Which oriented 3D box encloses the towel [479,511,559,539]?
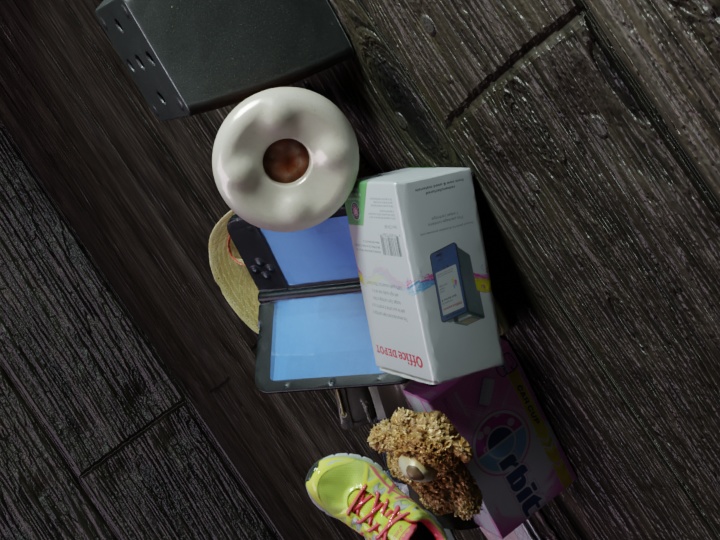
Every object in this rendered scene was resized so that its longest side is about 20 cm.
[{"bbox_3d":[0.188,0.319,1.794,0.201,0.032,0.191,57,163,0],"label":"towel"}]

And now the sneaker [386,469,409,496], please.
[{"bbox_3d":[0.072,0.261,1.826,0.075,0.086,0.201,-121,30,-57],"label":"sneaker"}]

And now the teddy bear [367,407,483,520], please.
[{"bbox_3d":[0.066,0.213,1.480,0.145,0.067,0.200,53,164,1],"label":"teddy bear"}]

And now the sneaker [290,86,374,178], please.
[{"bbox_3d":[-0.041,-0.104,1.573,0.201,0.070,0.109,60,159,9],"label":"sneaker"}]

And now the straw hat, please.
[{"bbox_3d":[-0.072,-0.014,1.611,0.200,0.085,0.202,10,123,15],"label":"straw hat"}]

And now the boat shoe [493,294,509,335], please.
[{"bbox_3d":[0.093,0.046,1.499,0.073,0.063,0.200,62,162,-19],"label":"boat shoe"}]

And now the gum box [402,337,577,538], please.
[{"bbox_3d":[0.141,0.177,1.520,0.201,0.113,0.066,61,162,-19],"label":"gum box"}]

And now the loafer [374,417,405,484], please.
[{"bbox_3d":[0.041,0.175,1.770,0.070,0.068,0.202,-19,81,45],"label":"loafer"}]

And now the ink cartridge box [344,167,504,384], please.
[{"bbox_3d":[0.060,0.002,1.378,0.145,0.087,0.201,-172,71,-67],"label":"ink cartridge box"}]

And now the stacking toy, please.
[{"bbox_3d":[-0.085,-0.136,1.430,0.147,0.145,0.200,63,-179,-22],"label":"stacking toy"}]

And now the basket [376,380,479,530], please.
[{"bbox_3d":[0.094,0.174,1.619,0.180,0.135,0.201,-124,12,-62],"label":"basket"}]

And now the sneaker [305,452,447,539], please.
[{"bbox_3d":[0.028,0.272,1.535,0.199,0.078,0.090,33,-178,-18],"label":"sneaker"}]

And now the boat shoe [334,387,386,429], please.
[{"bbox_3d":[-0.028,0.096,1.682,0.072,0.060,0.203,73,175,-69],"label":"boat shoe"}]

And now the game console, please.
[{"bbox_3d":[-0.045,0.027,1.495,0.199,0.117,0.176,-6,128,25],"label":"game console"}]

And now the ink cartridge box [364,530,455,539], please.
[{"bbox_3d":[0.095,0.455,2.142,0.068,0.115,0.201,26,146,57],"label":"ink cartridge box"}]

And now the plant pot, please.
[{"bbox_3d":[-0.156,-0.258,1.429,0.201,0.177,0.199,59,163,-15],"label":"plant pot"}]
